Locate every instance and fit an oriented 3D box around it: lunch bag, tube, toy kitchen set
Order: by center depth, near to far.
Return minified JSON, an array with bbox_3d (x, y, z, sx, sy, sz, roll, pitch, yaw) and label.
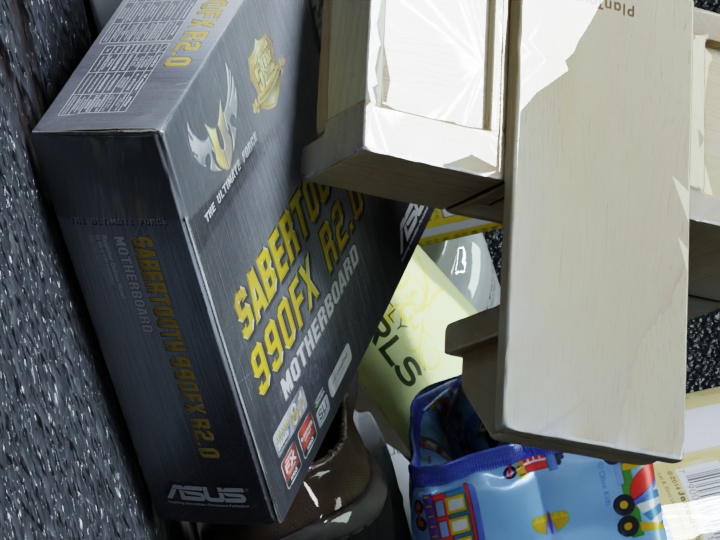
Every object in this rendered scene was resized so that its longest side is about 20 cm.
[{"bbox_3d":[0.047,0.000,1.044,0.180,0.199,0.164,-25,-122,57],"label":"toy kitchen set"},{"bbox_3d":[0.058,0.126,1.151,0.200,0.093,0.152,-156,-127,-79],"label":"lunch bag"},{"bbox_3d":[0.000,0.000,1.251,0.200,0.058,0.052,52,13,-11],"label":"tube"}]

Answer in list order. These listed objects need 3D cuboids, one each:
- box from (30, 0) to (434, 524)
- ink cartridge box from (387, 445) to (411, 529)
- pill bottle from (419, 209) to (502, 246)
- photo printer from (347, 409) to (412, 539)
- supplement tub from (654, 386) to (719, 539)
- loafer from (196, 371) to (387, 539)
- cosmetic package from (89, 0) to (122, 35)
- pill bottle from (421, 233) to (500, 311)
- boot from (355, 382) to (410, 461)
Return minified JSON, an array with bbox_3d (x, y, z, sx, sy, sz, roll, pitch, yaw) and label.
[{"bbox_3d":[-0.034,-0.037,0.999,0.200,0.048,0.159,-63,146,-49],"label":"box"},{"bbox_3d":[0.055,0.159,1.421,0.083,0.145,0.201,75,4,-47],"label":"ink cartridge box"},{"bbox_3d":[0.030,-0.069,1.407,0.112,0.199,0.113,-12,90,-86],"label":"pill bottle"},{"bbox_3d":[0.001,0.179,1.161,0.167,0.069,0.201,-97,173,-54],"label":"photo printer"},{"bbox_3d":[0.165,0.122,1.257,0.145,0.199,0.146,170,-90,-68],"label":"supplement tub"},{"bbox_3d":[-0.040,0.050,1.081,0.200,0.073,0.071,-106,171,-70],"label":"loafer"},{"bbox_3d":[-0.079,-0.171,1.113,0.102,0.074,0.201,-74,149,-80],"label":"cosmetic package"},{"bbox_3d":[0.016,0.008,1.576,0.200,0.114,0.115,65,13,-71],"label":"pill bottle"},{"bbox_3d":[0.061,0.074,1.347,0.200,0.073,0.090,45,12,-17],"label":"boot"}]
